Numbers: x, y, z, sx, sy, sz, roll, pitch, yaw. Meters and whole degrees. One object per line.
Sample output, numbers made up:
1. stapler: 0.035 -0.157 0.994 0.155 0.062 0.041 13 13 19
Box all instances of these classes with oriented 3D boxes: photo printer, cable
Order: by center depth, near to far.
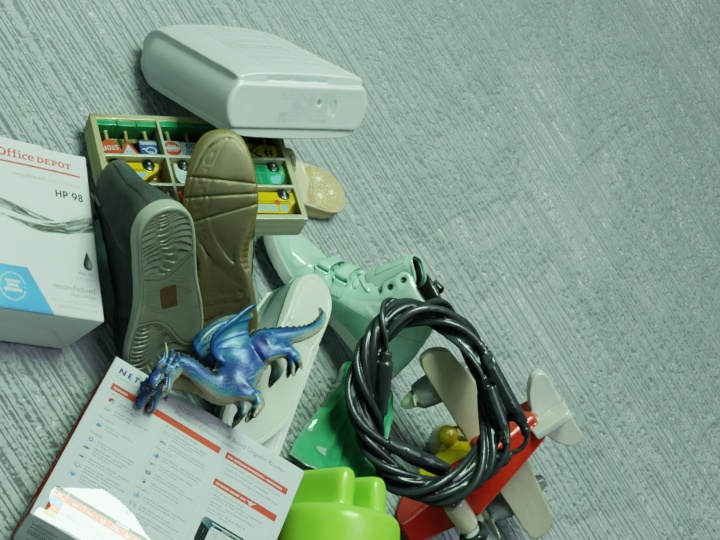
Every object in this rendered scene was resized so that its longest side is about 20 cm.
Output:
1. cable: 0.062 0.121 1.527 0.162 0.051 0.201 -29 89 -12
2. photo printer: -0.114 -0.191 1.578 0.165 0.199 0.070 -3 114 -38

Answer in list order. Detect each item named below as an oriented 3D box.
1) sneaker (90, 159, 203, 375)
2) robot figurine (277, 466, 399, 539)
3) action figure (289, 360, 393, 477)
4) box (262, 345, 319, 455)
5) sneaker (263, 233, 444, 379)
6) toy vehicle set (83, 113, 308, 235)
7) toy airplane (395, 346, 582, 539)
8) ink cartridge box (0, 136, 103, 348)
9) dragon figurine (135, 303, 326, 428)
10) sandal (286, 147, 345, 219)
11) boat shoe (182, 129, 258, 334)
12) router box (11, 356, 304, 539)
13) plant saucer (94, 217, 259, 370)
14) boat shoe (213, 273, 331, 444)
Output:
1. sneaker: -0.193 0.006 1.413 0.074 0.202 0.106 -10 35 -29
2. robot figurine: -0.026 0.281 1.416 0.175 0.115 0.202 25 64 -44
3. action figure: -0.007 0.152 1.573 0.118 0.055 0.201 43 36 -18
4. box: -0.090 0.139 1.505 0.041 0.039 0.201 40 44 -22
5. sneaker: 0.000 0.000 1.600 0.200 0.118 0.074 45 25 2
6. toy vehicle set: -0.157 -0.091 1.518 0.198 0.027 0.125 -1 54 -28
7. toy airplane: 0.125 0.179 1.629 0.197 0.141 0.203 4 97 -31
8. ink cartridge box: -0.296 -0.043 1.375 0.115 0.066 0.202 10 60 -42
9. dragon figurine: -0.107 0.067 1.386 0.100 0.059 0.200 49 62 -9
10. sandal: -0.082 -0.103 1.631 0.210 0.069 0.078 10 59 -44
11. boat shoe: -0.131 -0.027 1.450 0.072 0.065 0.203 0 94 -15
12. router box: -0.165 0.198 1.345 0.199 0.049 0.180 33 45 -8
13. plant saucer: -0.163 0.002 1.510 0.200 0.039 0.203 25 51 -36
14. boat shoe: -0.092 0.088 1.488 0.073 0.061 0.201 50 49 -29
